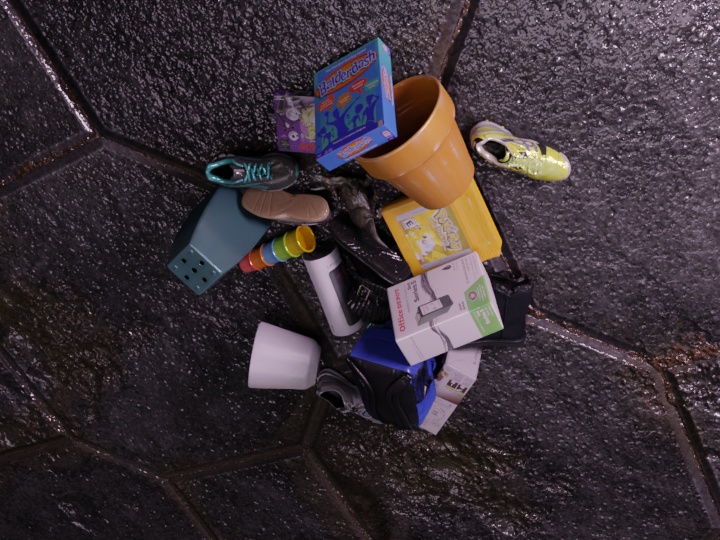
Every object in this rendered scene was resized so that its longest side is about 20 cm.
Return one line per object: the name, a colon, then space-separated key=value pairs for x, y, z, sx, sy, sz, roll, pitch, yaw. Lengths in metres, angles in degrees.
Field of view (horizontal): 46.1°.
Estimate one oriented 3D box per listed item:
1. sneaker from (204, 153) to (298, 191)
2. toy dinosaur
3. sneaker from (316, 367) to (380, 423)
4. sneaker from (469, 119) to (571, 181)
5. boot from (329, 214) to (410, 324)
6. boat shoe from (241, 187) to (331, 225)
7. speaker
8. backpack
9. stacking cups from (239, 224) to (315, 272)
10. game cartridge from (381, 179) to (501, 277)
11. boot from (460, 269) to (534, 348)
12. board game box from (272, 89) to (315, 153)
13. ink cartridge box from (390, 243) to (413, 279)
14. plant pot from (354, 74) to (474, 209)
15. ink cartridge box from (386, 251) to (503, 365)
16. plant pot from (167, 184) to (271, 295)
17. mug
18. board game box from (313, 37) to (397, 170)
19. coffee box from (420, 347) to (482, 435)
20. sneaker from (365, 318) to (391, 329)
sneaker: x=-0.222 y=-0.193 z=1.691 sx=0.196 sy=0.091 sz=0.079 roll=-1 pitch=101 yaw=15
toy dinosaur: x=-0.001 y=-0.135 z=1.680 sx=0.201 sy=0.077 sz=0.102 roll=50 pitch=150 yaw=-7
sneaker: x=-0.023 y=0.315 z=1.998 sx=0.197 sy=0.082 sz=0.075 roll=28 pitch=127 yaw=-3
sneaker: x=0.289 y=-0.204 z=1.551 sx=0.196 sy=0.077 sz=0.076 roll=20 pitch=125 yaw=2
boot: x=-0.001 y=0.002 z=1.755 sx=0.211 sy=0.079 sz=0.159 roll=44 pitch=139 yaw=15
boat shoe: x=-0.151 y=-0.127 z=1.748 sx=0.196 sy=0.073 sz=0.065 roll=8 pitch=161 yaw=20
speaker: x=-0.058 y=0.038 z=1.823 sx=0.080 sy=0.082 sz=0.203 roll=-8 pitch=120 yaw=22
backpack: x=0.086 y=0.220 z=1.753 sx=0.160 sy=0.168 sz=0.203 roll=16 pitch=135 yaw=32
stacking cups: x=-0.186 y=-0.040 z=1.811 sx=0.198 sy=0.061 sz=0.061 roll=-20 pitch=116 yaw=36
game cartridge: x=0.161 y=-0.080 z=1.663 sx=0.197 sy=0.033 sz=0.178 roll=-18 pitch=113 yaw=29
boot: x=0.255 y=0.076 z=1.750 sx=0.195 sy=0.077 sz=0.171 roll=3 pitch=128 yaw=7
board game box: x=-0.069 y=-0.284 z=1.641 sx=0.196 sy=0.033 sz=0.122 roll=6 pitch=129 yaw=14
ink cartridge box: x=0.138 y=-0.041 z=1.737 sx=0.199 sy=0.037 sz=0.095 roll=-34 pitch=108 yaw=35
plant pot: x=0.110 y=-0.216 z=1.541 sx=0.198 sy=0.203 sz=0.183 roll=-23 pitch=130 yaw=29
ink cartridge box: x=0.159 y=0.074 z=1.634 sx=0.197 sy=0.147 sz=0.085 roll=-23 pitch=131 yaw=13
plant pot: x=-0.306 y=-0.056 z=1.761 sx=0.141 sy=0.201 sz=0.141 roll=43 pitch=124 yaw=-15
mug: x=-0.169 y=0.204 z=1.958 sx=0.150 sy=0.187 sz=0.153 roll=9 pitch=94 yaw=0
board game box: x=-0.012 y=-0.297 z=1.510 sx=0.150 sy=0.204 sz=0.045 roll=-23 pitch=144 yaw=29
coffee box: x=0.185 y=0.250 z=1.870 sx=0.079 sy=0.114 sz=0.202 roll=26 pitch=126 yaw=-2
sneaker: x=0.054 y=0.119 z=1.850 sx=0.090 sy=0.078 sz=0.203 roll=22 pitch=125 yaw=7
